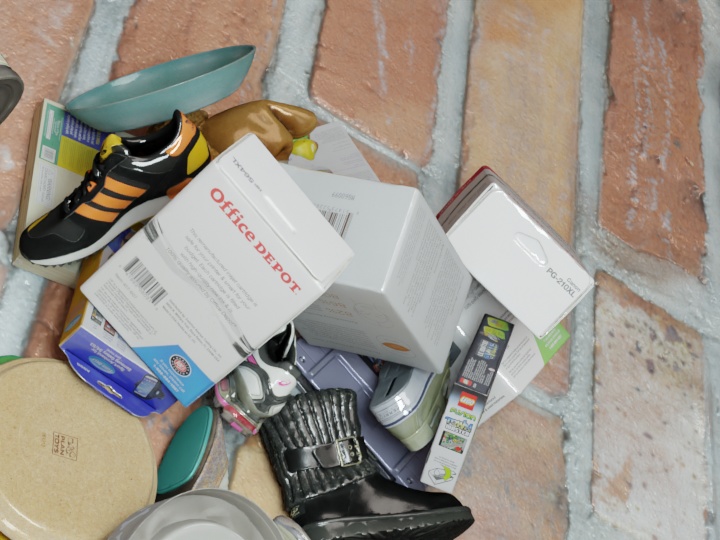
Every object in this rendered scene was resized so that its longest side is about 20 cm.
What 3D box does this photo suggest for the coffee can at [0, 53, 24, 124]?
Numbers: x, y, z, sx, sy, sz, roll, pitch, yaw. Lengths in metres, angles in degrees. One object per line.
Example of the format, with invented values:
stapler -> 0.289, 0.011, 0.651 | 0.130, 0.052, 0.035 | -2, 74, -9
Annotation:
coffee can -> -0.424, -0.208, 1.582 | 0.201, 0.146, 0.146 | 53, 41, 7

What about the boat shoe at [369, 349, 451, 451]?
boat shoe -> 0.056, 0.121, 1.737 | 0.062, 0.072, 0.200 | 59, 23, -10

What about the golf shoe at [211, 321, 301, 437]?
golf shoe -> -0.094, 0.074, 1.658 | 0.073, 0.092, 0.200 | 43, 16, -29

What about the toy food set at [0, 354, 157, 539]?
toy food set -> -0.268, 0.161, 1.504 | 0.197, 0.049, 0.201 | 5, 56, -38

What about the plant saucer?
plant saucer -> -0.194, -0.177, 1.719 | 0.200, 0.199, 0.036 | -34, 112, -49

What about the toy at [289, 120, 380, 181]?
toy -> -0.032, -0.073, 1.870 | 0.114, 0.047, 0.201 | -17, 55, -22

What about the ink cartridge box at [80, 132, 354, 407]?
ink cartridge box -> -0.125, 0.001, 1.518 | 0.146, 0.200, 0.084 | 49, 31, -4

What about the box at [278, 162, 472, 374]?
box -> 0.000, 0.000, 1.635 | 0.107, 0.151, 0.200 | -70, 155, -18

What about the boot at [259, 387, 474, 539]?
boot -> 0.007, 0.194, 1.685 | 0.210, 0.079, 0.159 | 4, 57, -35

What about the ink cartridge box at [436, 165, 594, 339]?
ink cartridge box -> 0.156, -0.023, 1.786 | 0.145, 0.084, 0.200 | 43, 7, -5

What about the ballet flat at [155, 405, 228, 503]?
ballet flat -> -0.155, 0.215, 1.557 | 0.067, 0.068, 0.201 | 47, 44, -28

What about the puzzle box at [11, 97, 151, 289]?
puzzle box -> -0.267, -0.066, 1.700 | 0.132, 0.025, 0.201 | 23, 46, -26

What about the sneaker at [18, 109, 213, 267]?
sneaker -> -0.232, -0.081, 1.587 | 0.070, 0.199, 0.090 | -121, -173, -54

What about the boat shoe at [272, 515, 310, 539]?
boat shoe -> -0.042, 0.320, 1.568 | 0.072, 0.076, 0.201 | -34, 93, -15

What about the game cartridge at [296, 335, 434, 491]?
game cartridge -> 0.016, 0.131, 1.784 | 0.200, 0.038, 0.130 | 48, 45, 0

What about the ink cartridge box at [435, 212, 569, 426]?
ink cartridge box -> 0.113, 0.047, 1.892 | 0.200, 0.084, 0.145 | 49, 40, 1

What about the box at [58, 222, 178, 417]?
box -> -0.207, 0.041, 1.598 | 0.119, 0.041, 0.201 | 36, 32, -23

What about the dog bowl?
dog bowl -> -0.145, 0.283, 1.452 | 0.199, 0.058, 0.202 | 4, 83, -41

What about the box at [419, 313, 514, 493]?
box -> 0.107, 0.128, 1.717 | 0.034, 0.111, 0.200 | 20, 22, 6

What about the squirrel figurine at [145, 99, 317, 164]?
squirrel figurine -> -0.133, -0.070, 1.724 | 0.199, 0.142, 0.188 | 18, 47, -30
